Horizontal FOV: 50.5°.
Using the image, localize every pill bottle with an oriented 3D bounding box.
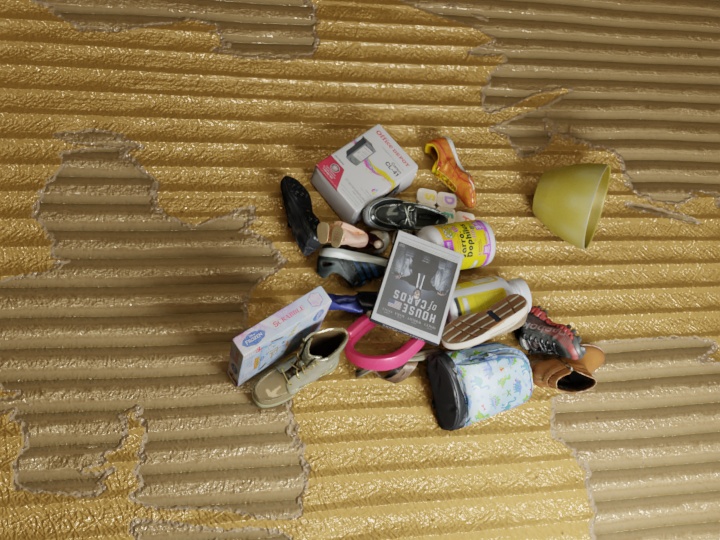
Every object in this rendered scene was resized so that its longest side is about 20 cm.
[{"bbox_3d":[0.263,0.075,1.643,0.197,0.112,0.113,-11,69,-17],"label":"pill bottle"},{"bbox_3d":[0.188,-0.049,1.662,0.197,0.104,0.105,-9,69,-25],"label":"pill bottle"}]

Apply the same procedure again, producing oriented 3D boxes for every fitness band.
[{"bbox_3d":[0.051,0.138,1.555,0.142,0.038,0.200,20,35,27],"label":"fitness band"}]

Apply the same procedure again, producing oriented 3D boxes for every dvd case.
[{"bbox_3d":[0.115,0.034,1.548,0.148,0.025,0.202,20,69,-4],"label":"dvd case"}]

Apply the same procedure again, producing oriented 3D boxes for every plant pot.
[{"bbox_3d":[0.483,-0.163,1.776,0.140,0.201,0.201,17,60,23],"label":"plant pot"}]

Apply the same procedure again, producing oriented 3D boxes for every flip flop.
[{"bbox_3d":[0.086,0.201,1.573,0.197,0.081,0.058,-6,82,-22],"label":"flip flop"}]

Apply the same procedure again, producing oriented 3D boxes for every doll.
[{"bbox_3d":[0.013,0.067,1.588,0.197,0.137,0.049,1,106,-4],"label":"doll"}]

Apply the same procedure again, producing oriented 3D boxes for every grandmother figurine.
[{"bbox_3d":[0.000,-0.069,1.624,0.120,0.199,0.061,27,103,32],"label":"grandmother figurine"}]

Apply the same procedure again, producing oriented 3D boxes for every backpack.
[{"bbox_3d":[0.254,0.226,1.563,0.198,0.153,0.166,-13,96,-34],"label":"backpack"}]

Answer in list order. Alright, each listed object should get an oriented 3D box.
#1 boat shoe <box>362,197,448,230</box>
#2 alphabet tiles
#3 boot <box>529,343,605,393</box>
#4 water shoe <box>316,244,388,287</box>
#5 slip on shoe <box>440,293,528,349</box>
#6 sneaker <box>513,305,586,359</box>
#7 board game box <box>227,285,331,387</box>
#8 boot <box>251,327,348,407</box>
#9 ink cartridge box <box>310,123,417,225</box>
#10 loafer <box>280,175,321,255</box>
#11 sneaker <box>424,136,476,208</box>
[{"bbox_3d":[0.103,-0.124,1.672,0.197,0.071,0.073,-2,96,-27],"label":"boat shoe"},{"bbox_3d":[0.170,-0.095,1.751,0.193,0.015,0.203,11,64,-9],"label":"alphabet tiles"},{"bbox_3d":[0.455,0.207,1.600,0.197,0.155,0.078,-4,94,-13],"label":"boot"},{"bbox_3d":[0.000,0.000,1.650,0.197,0.071,0.080,13,94,-12],"label":"water shoe"},{"bbox_3d":[0.255,0.116,1.557,0.198,0.061,0.076,-28,43,-15],"label":"slip on shoe"},{"bbox_3d":[0.395,0.148,1.623,0.097,0.200,0.071,-31,118,-10],"label":"sneaker"},{"bbox_3d":[-0.160,0.130,1.470,0.198,0.200,0.041,-31,76,-24],"label":"board game box"},{"bbox_3d":[-0.118,0.185,1.479,0.198,0.155,0.073,-27,74,-23],"label":"boot"},{"bbox_3d":[0.008,-0.216,1.727,0.199,0.086,0.148,-38,79,-23],"label":"ink cartridge box"},{"bbox_3d":[-0.137,-0.122,1.660,0.068,0.070,0.202,11,43,-43],"label":"loafer"},{"bbox_3d":[0.211,-0.223,1.794,0.076,0.073,0.202,-21,63,-13],"label":"sneaker"}]
